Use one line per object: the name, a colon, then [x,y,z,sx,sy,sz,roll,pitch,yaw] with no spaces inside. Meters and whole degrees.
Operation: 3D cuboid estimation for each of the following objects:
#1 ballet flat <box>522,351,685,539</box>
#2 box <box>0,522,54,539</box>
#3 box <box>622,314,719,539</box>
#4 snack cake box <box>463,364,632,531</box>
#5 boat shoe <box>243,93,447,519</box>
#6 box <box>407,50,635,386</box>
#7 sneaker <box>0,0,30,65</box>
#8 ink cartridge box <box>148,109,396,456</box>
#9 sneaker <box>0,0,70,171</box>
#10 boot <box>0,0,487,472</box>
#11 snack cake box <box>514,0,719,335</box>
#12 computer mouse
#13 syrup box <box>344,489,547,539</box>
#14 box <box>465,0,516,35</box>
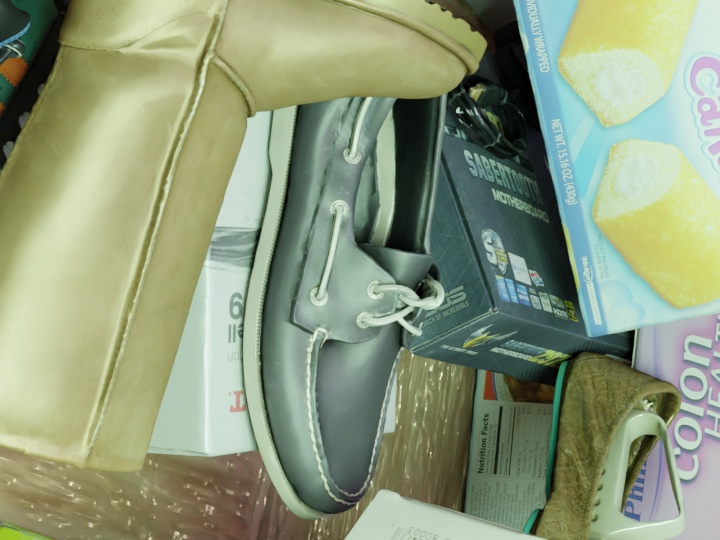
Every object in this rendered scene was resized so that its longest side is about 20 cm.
ballet flat: [0.109,0.120,1.050,0.068,0.072,0.201,78,24,-43]
box: [-0.051,0.157,0.948,0.200,0.121,0.048,31,75,-54]
box: [0.220,0.078,1.180,0.200,0.096,0.177,23,73,-54]
snack cake box: [0.125,0.055,1.225,0.067,0.114,0.202,16,78,-56]
boat shoe: [0.000,0.000,0.922,0.072,0.062,0.202,5,88,-56]
box: [0.060,-0.031,1.111,0.200,0.051,0.159,18,49,-62]
sneaker: [-0.167,-0.078,0.792,0.078,0.089,0.202,37,61,-50]
ink cartridge box: [-0.051,-0.027,0.977,0.146,0.084,0.202,-1,93,-56]
sneaker: [-0.124,-0.056,0.865,0.071,0.079,0.201,40,59,-50]
boot: [-0.059,-0.023,0.851,0.174,0.066,0.201,18,92,-27]
snack cake box: [0.139,-0.083,1.042,0.067,0.114,0.202,-47,125,-74]
computer mouse: [0.082,-0.091,1.115,0.059,0.034,0.200,61,21,-3]
syrup box: [0.047,0.187,0.920,0.082,0.078,0.201,-53,139,-30]
box: [0.169,-0.166,1.206,0.152,0.199,0.107,43,55,-50]
